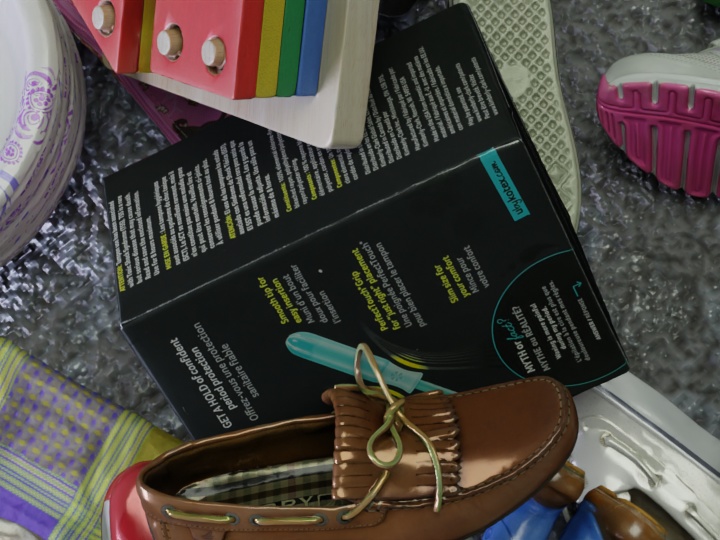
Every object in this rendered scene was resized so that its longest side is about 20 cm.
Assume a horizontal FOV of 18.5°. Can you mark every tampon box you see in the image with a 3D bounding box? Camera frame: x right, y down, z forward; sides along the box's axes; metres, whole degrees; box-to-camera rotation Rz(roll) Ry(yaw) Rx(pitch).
[{"bbox_3d":[0.000,0.000,1.050,0.199,0.150,0.127,-24,36,7],"label":"tampon box"}]

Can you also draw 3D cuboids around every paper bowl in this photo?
[{"bbox_3d":[-0.240,-0.081,1.142,0.199,0.104,0.203,-2,76,8],"label":"paper bowl"}]

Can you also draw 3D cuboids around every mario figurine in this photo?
[{"bbox_3d":[0.066,0.188,1.024,0.123,0.106,0.201,30,88,19],"label":"mario figurine"}]

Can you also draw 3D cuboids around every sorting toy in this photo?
[{"bbox_3d":[-0.074,-0.174,1.012,0.069,0.198,0.202,-4,108,-38],"label":"sorting toy"}]

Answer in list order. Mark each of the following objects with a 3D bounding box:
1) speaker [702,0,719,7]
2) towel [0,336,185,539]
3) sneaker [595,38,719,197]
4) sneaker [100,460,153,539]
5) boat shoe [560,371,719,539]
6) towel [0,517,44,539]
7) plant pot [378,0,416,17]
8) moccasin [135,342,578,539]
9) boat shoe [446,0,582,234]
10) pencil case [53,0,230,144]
[{"bbox_3d":[0.284,-0.177,1.195,0.198,0.089,0.089,3,68,0],"label":"speaker"},{"bbox_3d":[-0.163,0.123,1.114,0.199,0.023,0.144,31,72,12],"label":"towel"},{"bbox_3d":[0.221,-0.095,1.169,0.198,0.082,0.089,4,52,-7],"label":"sneaker"},{"bbox_3d":[-0.057,0.173,1.028,0.078,0.116,0.201,-26,82,-17],"label":"sneaker"},{"bbox_3d":[0.125,0.098,1.100,0.199,0.071,0.070,36,70,6],"label":"boat shoe"},{"bbox_3d":[-0.247,0.165,1.076,0.198,0.034,0.134,17,82,10],"label":"towel"},{"bbox_3d":[-0.012,-0.286,1.153,0.198,0.178,0.200,25,44,10],"label":"plant pot"},{"bbox_3d":[-0.002,0.083,0.989,0.199,0.078,0.074,-10,43,11],"label":"moccasin"},{"bbox_3d":[0.075,-0.068,1.169,0.074,0.062,0.202,-2,83,-6],"label":"boat shoe"},{"bbox_3d":[-0.083,-0.106,1.166,0.083,0.086,0.200,-47,71,23],"label":"pencil case"}]
